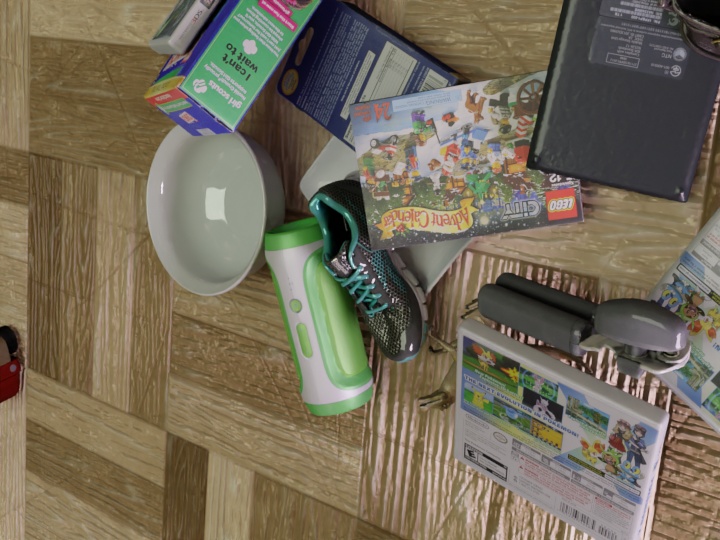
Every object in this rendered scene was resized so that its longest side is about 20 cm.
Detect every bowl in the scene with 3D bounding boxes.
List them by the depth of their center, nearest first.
[{"bbox_3d":[-0.152,-0.076,1.075,0.199,0.090,0.204,6,99,38],"label":"bowl"}]

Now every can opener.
[{"bbox_3d":[0.189,0.033,0.796,0.199,0.053,0.068,23,129,41],"label":"can opener"}]

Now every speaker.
[{"bbox_3d":[-0.044,0.048,0.999,0.088,0.088,0.203,-5,104,38],"label":"speaker"}]

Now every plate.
[{"bbox_3d":[0.047,-0.088,0.958,0.200,0.032,0.200,52,124,21],"label":"plate"}]

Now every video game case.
[{"bbox_3d":[0.337,0.055,0.752,0.200,0.022,0.183,45,121,23],"label":"video game case"},{"bbox_3d":[0.173,0.153,0.853,0.199,0.022,0.184,26,137,31],"label":"video game case"},{"bbox_3d":[-0.152,-0.302,0.956,0.183,0.023,0.200,-55,22,0],"label":"video game case"}]

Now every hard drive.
[{"bbox_3d":[0.227,-0.169,0.771,0.138,0.033,0.203,14,104,11],"label":"hard drive"}]

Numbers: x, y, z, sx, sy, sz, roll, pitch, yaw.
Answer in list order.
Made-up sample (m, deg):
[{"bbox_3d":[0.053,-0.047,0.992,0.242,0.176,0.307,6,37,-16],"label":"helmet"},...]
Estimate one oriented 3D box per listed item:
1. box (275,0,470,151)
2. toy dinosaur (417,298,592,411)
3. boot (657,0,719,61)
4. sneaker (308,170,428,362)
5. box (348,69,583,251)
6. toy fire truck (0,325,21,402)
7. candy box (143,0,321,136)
[{"bbox_3d":[0.007,-0.186,0.936,0.200,0.032,0.122,40,116,26],"label":"box"},{"bbox_3d":[0.132,0.080,0.915,0.199,0.058,0.102,-25,97,38],"label":"toy dinosaur"},{"bbox_3d":[0.306,-0.165,0.640,0.197,0.174,0.070,10,102,16],"label":"boot"},{"bbox_3d":[0.000,0.000,0.929,0.077,0.091,0.202,-27,81,38],"label":"sneaker"},{"bbox_3d":[0.097,-0.101,0.852,0.197,0.038,0.138,-8,98,13],"label":"box"},{"bbox_3d":[-0.625,0.198,1.476,0.174,0.128,0.203,4,111,37],"label":"toy fire truck"},{"bbox_3d":[-0.125,-0.239,0.943,0.201,0.077,0.169,-59,24,-7],"label":"candy box"}]
